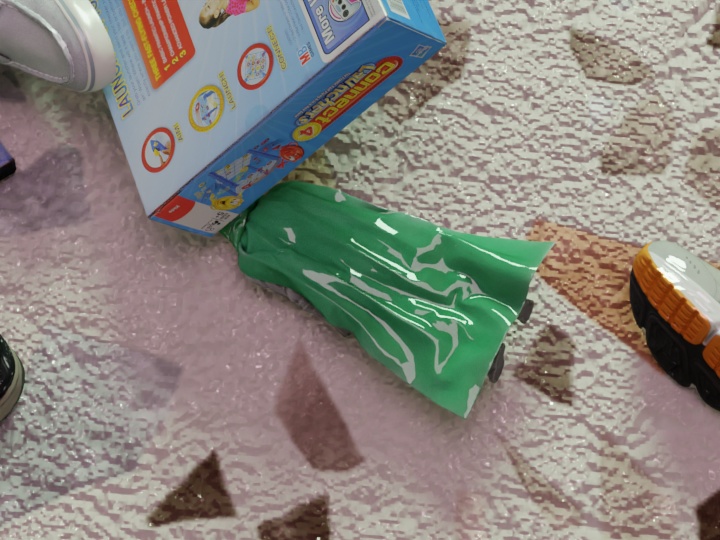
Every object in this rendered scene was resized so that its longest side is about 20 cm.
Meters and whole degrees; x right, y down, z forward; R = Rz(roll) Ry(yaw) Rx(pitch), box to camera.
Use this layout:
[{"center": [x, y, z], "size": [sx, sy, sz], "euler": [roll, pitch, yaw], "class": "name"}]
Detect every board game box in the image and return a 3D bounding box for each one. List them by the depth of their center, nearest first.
[{"center": [-0.068, -0.156, 1.318], "size": [0.196, 0.056, 0.200], "euler": [-37, 57, 27], "class": "board game box"}]

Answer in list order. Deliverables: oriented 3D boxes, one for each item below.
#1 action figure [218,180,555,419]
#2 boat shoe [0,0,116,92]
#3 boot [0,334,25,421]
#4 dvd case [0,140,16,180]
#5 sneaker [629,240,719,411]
[{"center": [0.000, 0.000, 1.325], "size": [0.200, 0.055, 0.118], "euler": [24, 69, 16], "class": "action figure"}, {"center": [-0.227, -0.153, 1.354], "size": [0.071, 0.070, 0.201], "euler": [-30, 48, -32], "class": "boat shoe"}, {"center": [-0.273, 0.084, 1.225], "size": [0.073, 0.154, 0.204], "euler": [41, 71, 15], "class": "boot"}, {"center": [-0.323, -0.100, 1.380], "size": [0.143, 0.018, 0.200], "euler": [-33, 72, -14], "class": "dvd case"}, {"center": [0.246, 0.046, 1.309], "size": [0.200, 0.076, 0.092], "euler": [43, 64, 8], "class": "sneaker"}]
